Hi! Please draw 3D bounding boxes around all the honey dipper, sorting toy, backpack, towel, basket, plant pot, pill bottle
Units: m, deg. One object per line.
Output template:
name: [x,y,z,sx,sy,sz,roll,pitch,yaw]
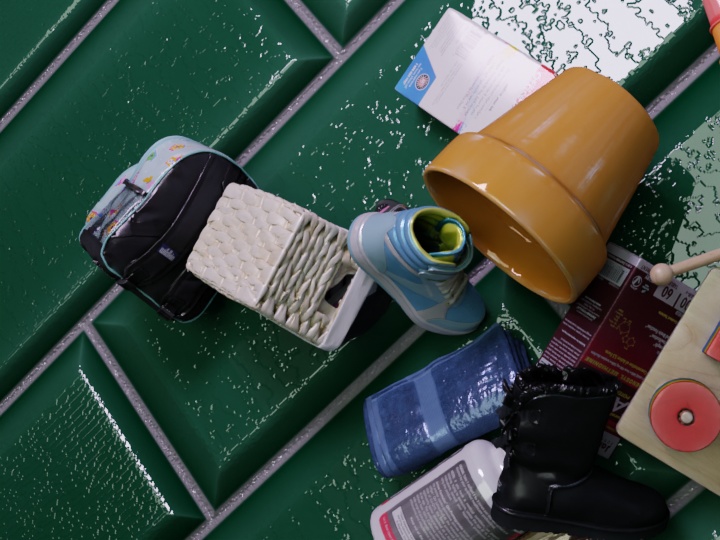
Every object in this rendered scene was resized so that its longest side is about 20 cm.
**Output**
honey dipper: [0.382,-0.022,1.141,0.200,0.038,0.038,-19,72,-9]
sorting toy: [0.387,0.129,1.121,0.200,0.070,0.199,31,95,11]
backpack: [-0.225,-0.062,1.405,0.200,0.176,0.153,-49,35,-2]
towel: [0.096,0.147,1.271,0.200,0.049,0.112,-29,43,18]
basket: [-0.091,-0.011,1.306,0.200,0.123,0.136,24,86,53]
plant pot: [0.198,-0.100,1.162,0.200,0.200,0.183,39,81,25]
pill bottle: [0.118,0.252,1.229,0.200,0.111,0.111,-37,68,15]

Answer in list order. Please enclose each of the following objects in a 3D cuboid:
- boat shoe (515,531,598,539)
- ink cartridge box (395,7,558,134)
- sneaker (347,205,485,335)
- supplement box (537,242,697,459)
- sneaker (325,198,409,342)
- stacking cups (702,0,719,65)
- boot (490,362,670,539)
boat shoe: [0.189,0.317,1.211,0.200,0.072,0.072,-37,67,8]
ink cartridge box: [0.154,-0.198,1.309,0.200,0.067,0.116,39,100,25]
sneaker: [0.092,0.004,1.226,0.131,0.200,0.080,-11,50,50]
supplement box: [0.258,0.085,1.187,0.200,0.109,0.061,-61,30,6]
sneaker: [0.000,0.000,1.357,0.200,0.080,0.086,-46,48,9]
stacking cups: [0.413,-0.209,1.201,0.060,0.060,0.200,-17,71,22]
boot: [0.222,0.177,1.123,0.198,0.073,0.163,5,108,-7]
